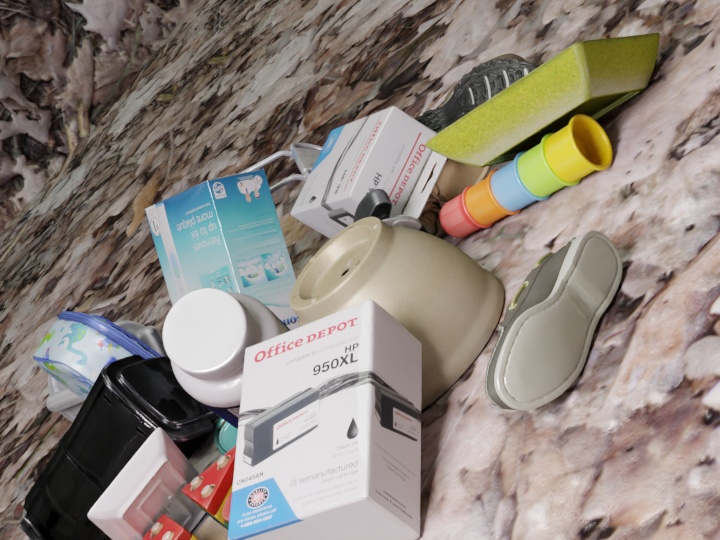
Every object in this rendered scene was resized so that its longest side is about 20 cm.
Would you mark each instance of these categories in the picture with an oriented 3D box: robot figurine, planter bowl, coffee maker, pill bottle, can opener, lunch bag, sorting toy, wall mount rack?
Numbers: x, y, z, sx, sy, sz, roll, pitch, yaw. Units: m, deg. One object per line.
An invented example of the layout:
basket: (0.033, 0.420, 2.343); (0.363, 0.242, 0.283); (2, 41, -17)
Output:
robot figurine: (-0.321, 0.133, 2.055); (0.200, 0.113, 0.170); (-25, 0, 45)
planter bowl: (0.017, 0.035, 1.546); (0.200, 0.135, 0.200); (-40, 20, 18)
coffee maker: (-0.246, 0.202, 1.642); (0.200, 0.135, 0.192); (-57, 5, 24)
pill bottle: (-0.116, 0.086, 1.555); (0.111, 0.111, 0.200); (-47, -24, -4)
can opener: (0.000, 0.000, 1.674); (0.200, 0.053, 0.066); (-59, 42, 39)
lunch bag: (-0.260, 0.126, 1.821); (0.082, 0.200, 0.161); (-58, 21, -13)
sorting toy: (-0.129, 0.249, 1.513); (0.199, 0.070, 0.200); (-50, 20, -12)
wall mount rack: (-0.078, -0.103, 1.963); (0.200, 0.174, 0.075); (-119, 40, -70)

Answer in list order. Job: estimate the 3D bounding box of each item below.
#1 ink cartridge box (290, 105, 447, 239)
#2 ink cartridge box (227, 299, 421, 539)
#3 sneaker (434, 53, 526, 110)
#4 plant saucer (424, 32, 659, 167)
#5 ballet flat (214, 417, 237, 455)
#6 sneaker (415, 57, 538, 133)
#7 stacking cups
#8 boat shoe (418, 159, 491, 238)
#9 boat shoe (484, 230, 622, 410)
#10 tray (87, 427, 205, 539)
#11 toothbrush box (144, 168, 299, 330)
ink cartridge box: (0.013, -0.104, 1.733); (0.200, 0.067, 0.116); (-12, 49, 64)
ink cartridge box: (-0.028, 0.143, 1.389); (0.145, 0.084, 0.200); (-22, 46, 27)
sneaker: (0.110, -0.182, 1.880); (0.200, 0.070, 0.076); (-42, 19, 7)
plant saucer: (0.192, -0.162, 1.615); (0.200, 0.048, 0.200); (-31, -8, 34)
ballet flat: (-0.077, 0.115, 1.686); (0.200, 0.067, 0.070); (-45, 5, -4)
sneaker: (0.131, -0.165, 1.785); (0.200, 0.079, 0.074); (-35, 47, 37)
stacking cups: (0.159, -0.084, 1.619); (0.200, 0.061, 0.061); (-32, 23, 40)
boat shoe: (0.073, -0.064, 1.729); (0.200, 0.072, 0.065); (-46, 23, 16)
boat shoe: (0.153, 0.047, 1.350); (0.060, 0.072, 0.202); (-24, 22, 48)
tray: (-0.197, 0.232, 1.591); (0.107, 0.022, 0.200); (-52, -23, -14)
toothbrush box: (-0.152, 0.001, 1.844); (0.085, 0.200, 0.146); (-16, 0, -38)
